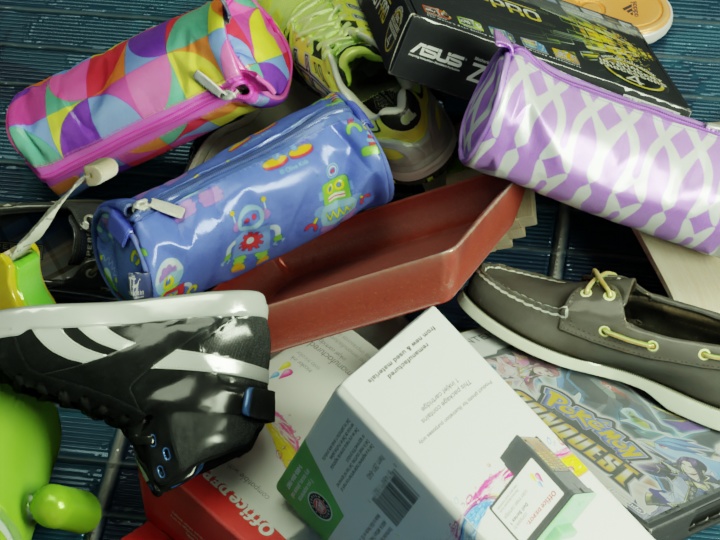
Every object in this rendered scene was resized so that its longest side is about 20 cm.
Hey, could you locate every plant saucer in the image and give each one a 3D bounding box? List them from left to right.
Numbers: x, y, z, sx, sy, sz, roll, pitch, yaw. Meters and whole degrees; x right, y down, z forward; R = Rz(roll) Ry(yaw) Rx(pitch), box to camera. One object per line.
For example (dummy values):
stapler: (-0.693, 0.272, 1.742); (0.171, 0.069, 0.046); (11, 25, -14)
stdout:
plant saucer: (0.000, 0.000, 1.589); (0.198, 0.037, 0.200); (-17, 12, 22)

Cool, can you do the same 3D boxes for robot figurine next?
robot figurine: (-0.244, 0.127, 1.509); (0.174, 0.116, 0.201); (1, 45, 12)

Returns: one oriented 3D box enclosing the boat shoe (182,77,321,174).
boat shoe: (-0.081, -0.082, 1.759); (0.063, 0.073, 0.201); (-22, 32, 48)

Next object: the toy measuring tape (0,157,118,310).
toy measuring tape: (-0.198, 0.015, 1.593); (0.073, 0.200, 0.074); (32, 33, -24)

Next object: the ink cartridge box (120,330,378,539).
ink cartridge box: (-0.050, 0.128, 1.530); (0.200, 0.068, 0.116); (-35, 53, -28)

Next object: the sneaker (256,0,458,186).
sneaker: (-0.005, -0.145, 1.705); (0.075, 0.077, 0.200); (-39, 58, -8)

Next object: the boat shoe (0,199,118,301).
boat shoe: (-0.181, -0.017, 1.662); (0.198, 0.066, 0.070); (5, 90, 11)

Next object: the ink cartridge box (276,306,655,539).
ink cartridge box: (0.062, 0.142, 1.411); (0.084, 0.145, 0.200); (-38, 79, -29)

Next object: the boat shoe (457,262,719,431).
boat shoe: (0.159, 0.032, 1.556); (0.200, 0.061, 0.072); (22, 24, 7)

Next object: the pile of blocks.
pile of blocks: (0.065, -0.086, 1.732); (0.082, 0.062, 0.201); (-30, 57, -2)

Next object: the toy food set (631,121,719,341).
toy food set: (0.233, -0.022, 1.677); (0.142, 0.061, 0.201); (-6, 46, -19)

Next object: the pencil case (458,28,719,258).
pencil case: (0.159, -0.074, 1.582); (0.199, 0.086, 0.084); (17, 27, -13)

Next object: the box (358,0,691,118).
box: (0.104, -0.144, 1.681); (0.199, 0.049, 0.161); (17, 20, -15)

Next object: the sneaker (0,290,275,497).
sneaker: (-0.146, 0.076, 1.465); (0.198, 0.073, 0.113); (-6, 80, -4)

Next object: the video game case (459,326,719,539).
video game case: (0.143, 0.089, 1.534); (0.200, 0.026, 0.180); (33, 29, 30)

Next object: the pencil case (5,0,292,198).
pencil case: (-0.140, -0.116, 1.709); (0.199, 0.088, 0.089); (-23, 38, 27)

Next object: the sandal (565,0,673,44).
sandal: (0.122, -0.197, 1.844); (0.205, 0.059, 0.079); (-5, 45, -1)

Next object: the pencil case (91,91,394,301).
pencil case: (-0.074, -0.043, 1.612); (0.199, 0.087, 0.078); (-26, 57, -21)
